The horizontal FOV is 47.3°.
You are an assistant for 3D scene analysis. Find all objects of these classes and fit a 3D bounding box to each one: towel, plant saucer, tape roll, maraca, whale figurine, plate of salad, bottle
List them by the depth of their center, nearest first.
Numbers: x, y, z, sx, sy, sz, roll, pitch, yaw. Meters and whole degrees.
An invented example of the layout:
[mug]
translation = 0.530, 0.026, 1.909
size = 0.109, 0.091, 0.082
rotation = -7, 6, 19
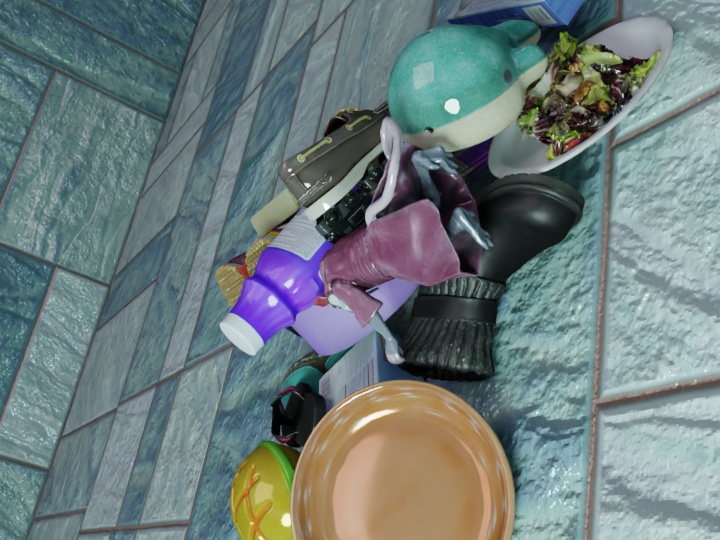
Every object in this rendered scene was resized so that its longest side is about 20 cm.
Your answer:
[plant saucer]
translation = 0.036, 0.197, 0.701
size = 0.197, 0.037, 0.204
rotation = -7, 69, 18
[plate of salad]
translation = 0.188, -0.164, 0.746
size = 0.199, 0.048, 0.201
rotation = -39, 22, 19
[whale figurine]
translation = 0.101, -0.196, 0.780
size = 0.157, 0.105, 0.201
rotation = -7, 34, 43
[bottle]
translation = -0.062, -0.004, 0.838
size = 0.083, 0.066, 0.201
rotation = 14, 57, 46
[towel]
translation = 0.096, -0.122, 0.875
size = 0.199, 0.023, 0.144
rotation = -36, 28, -5
[maraca]
translation = -0.082, 0.263, 0.904
size = 0.199, 0.105, 0.140
rotation = 8, 108, 64
[tape roll]
translation = 0.000, 0.000, 0.932
size = 0.199, 0.066, 0.201
rotation = -40, 15, 13

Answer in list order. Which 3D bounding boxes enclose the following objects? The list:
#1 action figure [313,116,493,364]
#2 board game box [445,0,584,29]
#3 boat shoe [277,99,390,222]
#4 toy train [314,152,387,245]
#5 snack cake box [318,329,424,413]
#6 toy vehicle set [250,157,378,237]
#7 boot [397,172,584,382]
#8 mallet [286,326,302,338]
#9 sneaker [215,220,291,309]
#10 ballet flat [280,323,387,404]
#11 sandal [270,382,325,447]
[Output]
[action figure]
translation = 0.015, -0.013, 0.733
size = 0.199, 0.148, 0.136
rotation = -32, 44, 36
[board game box]
translation = 0.204, -0.346, 0.881
size = 0.201, 0.043, 0.200
rotation = -57, 25, -3
[boat shoe]
translation = -0.011, -0.125, 0.802
size = 0.072, 0.060, 0.200
rotation = -33, 13, 46
[toy train]
translation = 0.033, -0.097, 0.828
size = 0.200, 0.046, 0.034
rotation = -46, 10, -20
[snack cake box]
translation = 0.013, 0.173, 0.840
size = 0.115, 0.066, 0.202
rotation = -45, 32, 35
[toy vehicle set]
translation = -0.027, -0.106, 0.980
size = 0.198, 0.027, 0.124
rotation = -30, 2, -30
[boot]
translation = 0.116, 0.016, 0.751
size = 0.211, 0.078, 0.160
rotation = -30, 40, 59
[mallet]
translation = -0.029, 0.007, 1.118
size = 0.201, 0.066, 0.041
rotation = -53, 26, -4
[sneaker]
translation = -0.102, -0.004, 0.979
size = 0.089, 0.076, 0.199
rotation = -30, 3, -33
[ballet flat]
translation = -0.028, 0.110, 0.999
size = 0.199, 0.073, 0.075
rotation = -35, 39, 46
[sandal]
translation = -0.078, 0.164, 0.934
size = 0.200, 0.044, 0.077
rotation = 143, 132, -75
